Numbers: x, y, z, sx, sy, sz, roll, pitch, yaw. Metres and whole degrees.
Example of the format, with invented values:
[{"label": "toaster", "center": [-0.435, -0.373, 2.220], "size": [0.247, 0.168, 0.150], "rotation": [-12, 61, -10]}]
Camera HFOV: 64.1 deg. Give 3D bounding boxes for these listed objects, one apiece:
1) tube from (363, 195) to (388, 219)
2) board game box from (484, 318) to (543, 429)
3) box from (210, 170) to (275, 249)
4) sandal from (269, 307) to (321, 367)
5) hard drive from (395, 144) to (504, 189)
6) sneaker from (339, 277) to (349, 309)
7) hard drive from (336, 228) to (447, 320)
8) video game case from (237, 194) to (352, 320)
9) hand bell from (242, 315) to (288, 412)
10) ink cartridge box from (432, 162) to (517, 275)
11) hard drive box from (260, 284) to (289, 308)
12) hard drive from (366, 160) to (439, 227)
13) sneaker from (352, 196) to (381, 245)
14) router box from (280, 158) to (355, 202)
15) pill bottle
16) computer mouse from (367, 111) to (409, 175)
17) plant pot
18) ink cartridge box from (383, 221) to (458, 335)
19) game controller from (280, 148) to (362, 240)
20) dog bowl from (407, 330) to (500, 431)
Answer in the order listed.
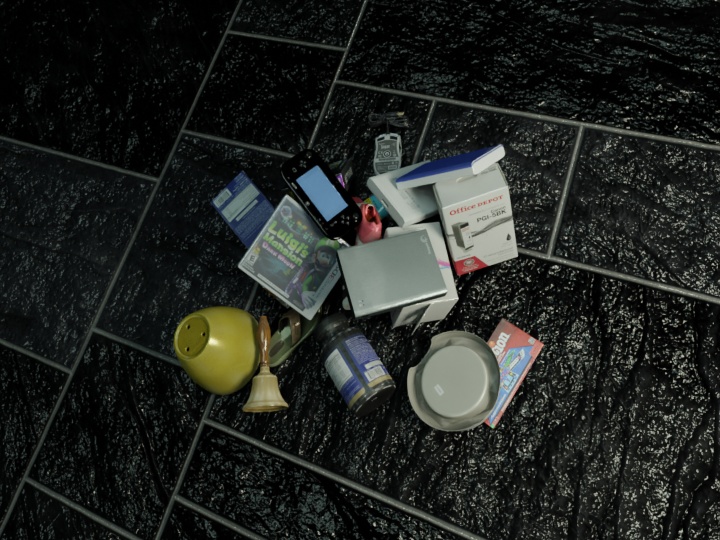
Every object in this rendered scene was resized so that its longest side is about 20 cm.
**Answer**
[{"label": "tube", "center": [0.066, -0.169, 1.381], "size": [0.197, 0.050, 0.079], "rotation": [-34, 58, 7]}, {"label": "board game box", "center": [0.286, 0.212, 1.197], "size": [0.101, 0.019, 0.203], "rotation": [30, 81, 24]}, {"label": "box", "center": [-0.287, -0.148, 1.471], "size": [0.121, 0.032, 0.200], "rotation": [-42, 65, -2]}, {"label": "sandal", "center": [-0.160, 0.136, 1.321], "size": [0.079, 0.057, 0.203], "rotation": [36, 85, 28]}, {"label": "hard drive", "center": [0.184, -0.214, 1.198], "size": [0.196, 0.026, 0.131], "rotation": [-4, 22, 46]}, {"label": "sneaker", "center": [0.000, 0.000, 1.260], "size": [0.071, 0.200, 0.116], "rotation": [0, 66, -27]}, {"label": "hard drive", "center": [0.061, 0.006, 1.144], "size": [0.193, 0.033, 0.144], "rotation": [-13, 69, -12]}, {"label": "video game case", "center": [-0.133, -0.026, 1.231], "size": [0.198, 0.023, 0.184], "rotation": [36, 89, -15]}, {"label": "hand bell", "center": [-0.215, 0.204, 1.284], "size": [0.100, 0.104, 0.207], "rotation": [-9, 70, 11]}, {"label": "ink cartridge box", "center": [0.245, -0.104, 1.213], "size": [0.142, 0.203, 0.084], "rotation": [-17, 44, 8]}, {"label": "hard drive box", "center": [-0.145, -0.029, 1.324], "size": [0.200, 0.156, 0.077], "rotation": [-45, 66, -3]}, {"label": "hard drive", "center": [0.123, -0.173, 1.271], "size": [0.196, 0.027, 0.133], "rotation": [-23, 65, -38]}, {"label": "sneaker", "center": [0.014, -0.122, 1.294], "size": [0.071, 0.089, 0.203], "rotation": [1, 38, -20]}, {"label": "router box", "center": [-0.095, -0.208, 1.360], "size": [0.144, 0.201, 0.053], "rotation": [-13, 109, 11]}, {"label": "pill bottle", "center": [-0.019, 0.197, 1.233], "size": [0.110, 0.112, 0.202], "rotation": [-35, 66, 0]}, {"label": "computer mouse", "center": [0.066, -0.305, 1.429], "size": [0.106, 0.044, 0.207], "rotation": [-1, 65, 10]}, {"label": "plant pot", "center": [-0.338, 0.166, 1.301], "size": [0.193, 0.142, 0.207], "rotation": [-8, 68, 19]}, {"label": "ink cartridge box", "center": [0.122, 0.022, 1.234], "size": [0.121, 0.129, 0.206], "rotation": [-7, 68, -10]}, {"label": "game controller", "center": [-0.083, -0.161, 1.220], "size": [0.104, 0.042, 0.202], "rotation": [-36, 86, -34]}, {"label": "dog bowl", "center": [0.195, 0.230, 1.174], "size": [0.194, 0.059, 0.206], "rotation": [-13, 59, 22]}]
